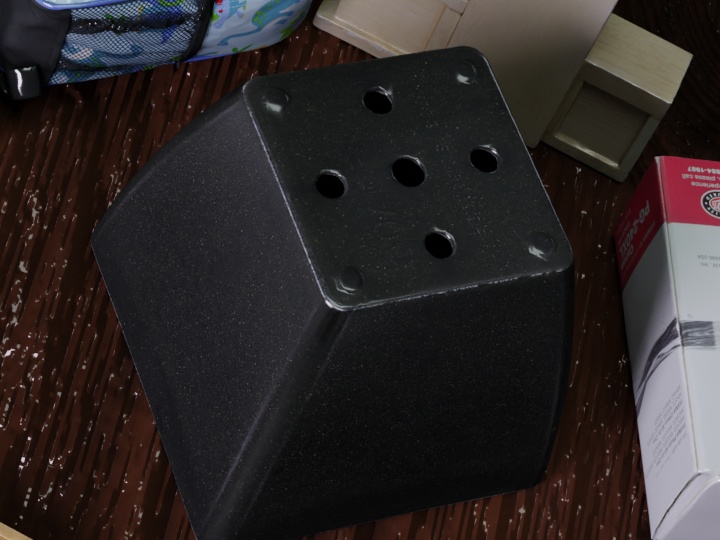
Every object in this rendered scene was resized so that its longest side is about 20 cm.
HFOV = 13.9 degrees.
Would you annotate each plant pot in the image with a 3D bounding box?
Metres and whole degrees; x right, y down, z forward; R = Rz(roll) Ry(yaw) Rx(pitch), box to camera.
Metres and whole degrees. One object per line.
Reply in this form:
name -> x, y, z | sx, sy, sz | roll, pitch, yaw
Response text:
plant pot -> 0.000, 0.000, 1.484 | 0.199, 0.178, 0.201 | -10, 63, -23

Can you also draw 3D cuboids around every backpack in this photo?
backpack -> -0.109, -0.204, 1.600 | 0.199, 0.147, 0.184 | -8, 63, -26

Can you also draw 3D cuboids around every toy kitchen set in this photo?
toy kitchen set -> 0.112, -0.196, 1.657 | 0.199, 0.163, 0.181 | 27, 54, 0

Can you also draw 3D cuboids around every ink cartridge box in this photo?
ink cartridge box -> 0.222, 0.048, 1.583 | 0.144, 0.083, 0.201 | 6, 57, -15

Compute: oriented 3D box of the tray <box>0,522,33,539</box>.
tray -> -0.239, 0.188, 1.368 | 0.098, 0.037, 0.200 | 28, 54, 0
